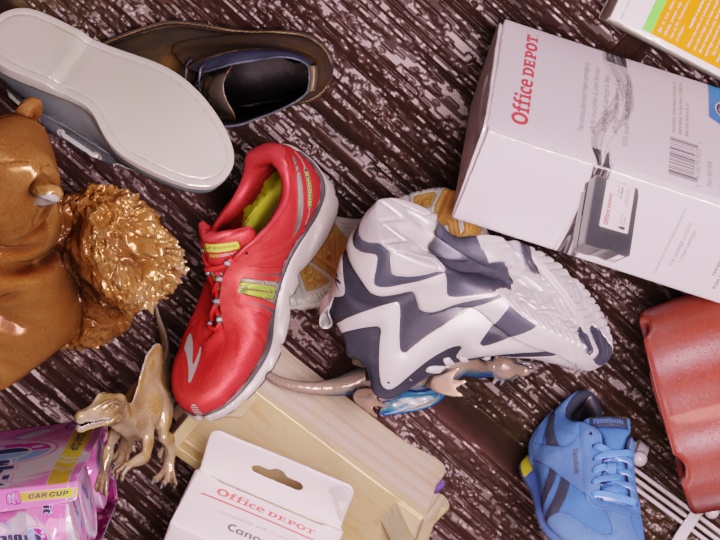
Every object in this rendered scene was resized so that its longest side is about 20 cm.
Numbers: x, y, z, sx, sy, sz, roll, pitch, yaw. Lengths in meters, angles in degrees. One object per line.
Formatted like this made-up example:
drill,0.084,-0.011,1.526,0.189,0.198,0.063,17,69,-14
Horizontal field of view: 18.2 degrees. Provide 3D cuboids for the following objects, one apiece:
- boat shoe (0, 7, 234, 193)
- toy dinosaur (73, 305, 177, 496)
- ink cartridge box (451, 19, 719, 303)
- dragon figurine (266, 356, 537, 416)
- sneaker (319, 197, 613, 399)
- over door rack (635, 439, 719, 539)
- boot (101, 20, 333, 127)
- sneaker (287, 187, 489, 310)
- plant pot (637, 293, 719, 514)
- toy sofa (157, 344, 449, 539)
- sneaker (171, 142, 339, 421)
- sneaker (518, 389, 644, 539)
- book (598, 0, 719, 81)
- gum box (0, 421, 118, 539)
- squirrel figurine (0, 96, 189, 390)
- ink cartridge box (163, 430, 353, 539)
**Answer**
boat shoe,-0.170,-0.109,1.538,0.199,0.062,0.073,31,64,12
toy dinosaur,-0.146,0.094,1.544,0.058,0.200,0.102,11,108,7
ink cartridge box,0.172,-0.077,1.545,0.199,0.145,0.084,18,128,-4
dragon figurine,0.032,0.071,1.606,0.199,0.099,0.059,-13,84,9
sneaker,0.061,0.041,1.519,0.198,0.080,0.130,20,132,-23
over door rack,0.202,0.247,1.639,0.147,0.067,0.200,36,96,-5
boot,-0.117,-0.136,1.559,0.199,0.097,0.075,-7,99,-1
sneaker,0.000,0.000,1.595,0.199,0.088,0.076,-7,66,21
plant pot,0.305,0.074,1.564,0.194,0.201,0.202,-15,98,8
toy sofa,-0.038,0.141,1.618,0.200,0.098,0.083,37,120,-6
sneaker,-0.089,0.003,1.533,0.077,0.085,0.201,11,72,35
sneaker,0.162,0.145,1.556,0.066,0.200,0.079,23,106,-16
book,0.289,-0.193,1.591,0.199,0.048,0.134,27,94,-6
gum box,-0.236,0.160,1.545,0.113,0.200,0.067,-7,99,1
squirrel figurine,-0.221,-0.025,1.528,0.199,0.142,0.187,4,132,-19
ink cartridge box,-0.087,0.221,1.580,0.116,0.068,0.201,21,123,3
